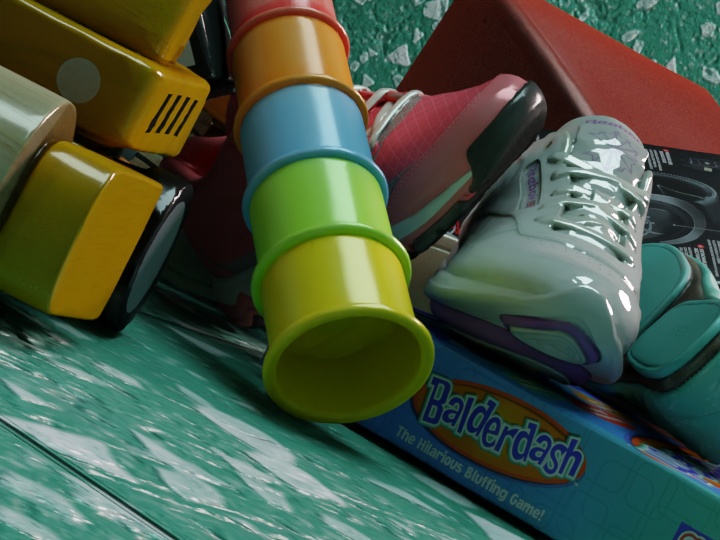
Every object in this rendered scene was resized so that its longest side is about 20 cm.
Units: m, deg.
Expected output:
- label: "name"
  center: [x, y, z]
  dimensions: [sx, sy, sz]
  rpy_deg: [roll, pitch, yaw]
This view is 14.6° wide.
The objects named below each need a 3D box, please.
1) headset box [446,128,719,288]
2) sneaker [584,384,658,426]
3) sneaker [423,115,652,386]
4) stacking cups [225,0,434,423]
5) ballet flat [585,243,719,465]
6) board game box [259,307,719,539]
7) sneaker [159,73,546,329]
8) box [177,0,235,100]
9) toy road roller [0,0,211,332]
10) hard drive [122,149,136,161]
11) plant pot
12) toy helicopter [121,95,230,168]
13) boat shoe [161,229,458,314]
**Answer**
- label: "headset box"
  center: [0.121, -0.001, 1.336]
  dimensions: [0.200, 0.077, 0.149]
  rpy_deg: [9, 27, -7]
- label: "sneaker"
  center: [0.167, 0.067, 1.150]
  dimensions: [0.200, 0.082, 0.077]
  rpy_deg: [-3, -33, 34]
- label: "sneaker"
  center: [0.072, -0.014, 1.066]
  dimensions: [0.075, 0.100, 0.200]
  rpy_deg: [27, 4, -8]
- label: "stacking cups"
  center: [-0.020, -0.041, 1.014]
  dimensions: [0.060, 0.060, 0.200]
  rpy_deg: [24, 38, -36]
- label: "ballet flat"
  center: [0.128, 0.039, 1.086]
  dimensions: [0.070, 0.067, 0.200]
  rpy_deg: [48, 0, -10]
- label: "board game box"
  center: [0.082, 0.072, 1.054]
  dimensions: [0.200, 0.045, 0.152]
  rpy_deg: [29, 4, 31]
- label: "sneaker"
  center: [-0.013, -0.042, 1.095]
  dimensions: [0.200, 0.074, 0.087]
  rpy_deg: [-26, -75, 48]
- label: "box"
  center: [-0.130, -0.116, 1.121]
  dimensions: [0.148, 0.124, 0.200]
  rpy_deg: [-13, 3, 3]
- label: "toy road roller"
  center: [-0.109, -0.070, 0.896]
  dimensions: [0.123, 0.146, 0.200]
  rpy_deg: [27, 4, 6]
- label: "hard drive"
  center: [-0.121, -0.083, 1.524]
  dimensions: [0.200, 0.026, 0.132]
  rpy_deg: [27, -22, 18]
- label: "plant pot"
  center: [0.121, -0.021, 1.624]
  dimensions: [0.200, 0.200, 0.176]
  rpy_deg: [25, 16, -32]
- label: "toy helicopter"
  center: [-0.037, -0.016, 1.412]
  dimensions: [0.200, 0.079, 0.132]
  rpy_deg: [38, -5, 2]
- label: "boat shoe"
  center: [-0.001, 0.002, 1.225]
  dimensions: [0.199, 0.075, 0.066]
  rpy_deg: [17, 17, -9]
